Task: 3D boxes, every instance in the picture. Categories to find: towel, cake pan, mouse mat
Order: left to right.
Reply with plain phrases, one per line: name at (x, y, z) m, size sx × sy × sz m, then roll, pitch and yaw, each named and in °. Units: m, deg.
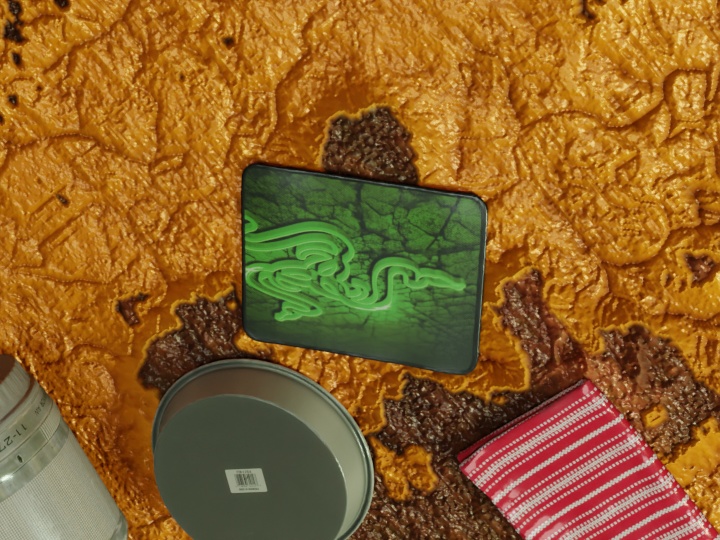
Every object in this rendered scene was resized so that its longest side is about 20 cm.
cake pan at (-0.088, 0.169, 1.550) m, size 0.199 × 0.037 × 0.201 m, roll 8°, pitch 119°, yaw 14°
mouse mat at (0.000, 0.000, 1.450) m, size 0.199 × 0.008 × 0.162 m, roll 9°, pitch 119°, yaw 14°
towel at (0.189, 0.194, 1.485) m, size 0.144 × 0.023 × 0.200 m, roll -34°, pitch 103°, yaw 28°

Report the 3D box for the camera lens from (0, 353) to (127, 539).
camera lens at (-0.303, 0.193, 1.558) m, size 0.159 × 0.160 × 0.201 m, roll -20°, pitch 110°, yaw 26°
